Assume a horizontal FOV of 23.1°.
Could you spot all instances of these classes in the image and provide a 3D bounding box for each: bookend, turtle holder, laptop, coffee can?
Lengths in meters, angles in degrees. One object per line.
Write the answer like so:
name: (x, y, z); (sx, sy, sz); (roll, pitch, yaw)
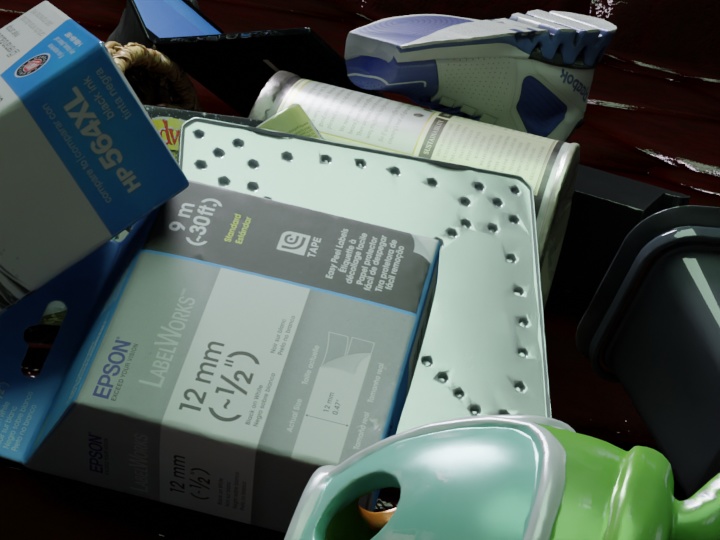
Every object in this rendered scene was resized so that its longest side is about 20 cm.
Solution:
bookend: (0.118, -0.025, 1.286); (0.200, 0.092, 0.199); (17, 16, 15)
turtle holder: (0.033, 0.133, 0.548); (0.132, 0.186, 0.141); (15, -18, 9)
laptop: (-0.071, -0.169, 1.271); (0.200, 0.103, 0.177); (0, -19, 30)
coffee can: (0.027, -0.035, 1.134); (0.200, 0.147, 0.146); (14, 14, 10)

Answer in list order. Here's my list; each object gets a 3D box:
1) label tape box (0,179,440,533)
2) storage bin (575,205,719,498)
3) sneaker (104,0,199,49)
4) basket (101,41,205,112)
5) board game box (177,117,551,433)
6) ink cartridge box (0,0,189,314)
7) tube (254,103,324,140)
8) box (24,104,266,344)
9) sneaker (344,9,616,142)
label tape box: (-0.075, 0.032, 0.815); (0.200, 0.066, 0.143); (15, 49, 4)
storage bin: (0.237, 0.066, 0.978); (0.200, 0.146, 0.134); (5, 42, -21)
sneaker: (-0.177, -0.153, 1.359); (0.091, 0.200, 0.076); (-6, -22, 26)
basket: (-0.146, -0.073, 1.149); (0.149, 0.143, 0.200); (13, 14, 7)
board game box: (-0.002, 0.019, 0.916); (0.200, 0.026, 0.200); (9, 52, -12)
ink cartridge box: (-0.200, -0.033, 0.842); (0.200, 0.084, 0.146); (-34, 25, -9)
tube: (0.000, 0.000, 1.003); (0.058, 0.200, 0.052); (-37, 2, -30)
box: (-0.127, -0.025, 0.997); (0.200, 0.137, 0.038); (5, -19, -26)
sneaker: (0.088, -0.113, 1.204); (0.199, 0.115, 0.081); (-7, 20, -32)
